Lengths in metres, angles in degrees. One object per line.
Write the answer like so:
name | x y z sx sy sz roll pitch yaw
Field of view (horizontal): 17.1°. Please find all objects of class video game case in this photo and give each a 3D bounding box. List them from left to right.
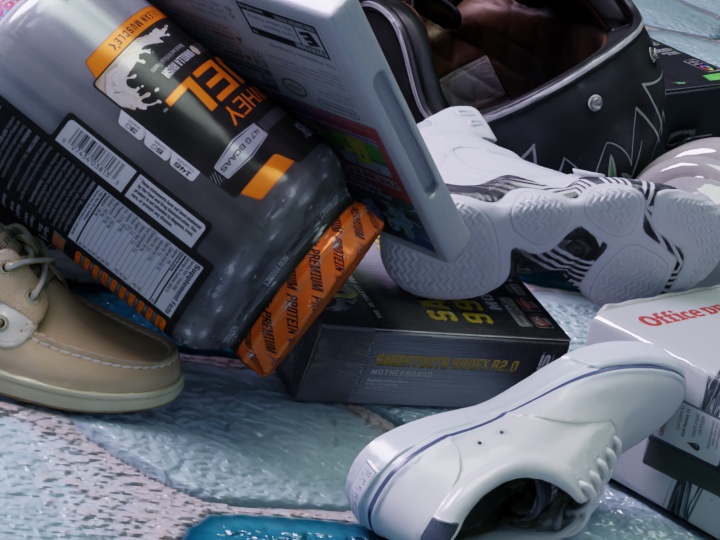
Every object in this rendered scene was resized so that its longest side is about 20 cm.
video game case | -0.050 -0.095 1.193 0.200 0.182 0.023 23 64 37

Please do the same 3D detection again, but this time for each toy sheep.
toy sheep | 0.220 -0.019 1.465 0.138 0.138 0.200 25 4 23

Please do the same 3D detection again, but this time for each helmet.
helmet | 0.099 -0.110 1.523 0.200 0.200 0.191 -12 60 -54

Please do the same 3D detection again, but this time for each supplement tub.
supplement tub | -0.094 -0.046 1.161 0.200 0.123 0.123 38 21 1

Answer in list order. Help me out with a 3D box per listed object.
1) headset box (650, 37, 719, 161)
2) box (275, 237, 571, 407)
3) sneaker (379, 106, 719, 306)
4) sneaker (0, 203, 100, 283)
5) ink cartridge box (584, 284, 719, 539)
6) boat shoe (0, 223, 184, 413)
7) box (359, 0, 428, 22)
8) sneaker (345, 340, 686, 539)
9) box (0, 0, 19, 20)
headset box | 0.164 -0.124 1.770 0.200 0.093 0.174 29 23 32
box | 0.000 0.000 1.321 0.158 0.048 0.200 5 29 -30
sneaker | 0.095 -0.039 1.305 0.199 0.075 0.115 -1 32 -18
sneaker | -0.163 -0.041 1.282 0.075 0.088 0.200 23 18 24
ink cartridge box | 0.223 0.088 1.237 0.200 0.083 0.146 29 23 34
boat shoe | -0.176 0.012 1.150 0.199 0.065 0.072 19 19 1
box | -0.064 -0.200 1.684 0.199 0.165 0.166 9 21 -18
sneaker | 0.087 0.094 1.129 0.200 0.073 0.071 -21 50 -33
box | -0.221 -0.123 1.314 0.199 0.096 0.100 -2 -10 9
